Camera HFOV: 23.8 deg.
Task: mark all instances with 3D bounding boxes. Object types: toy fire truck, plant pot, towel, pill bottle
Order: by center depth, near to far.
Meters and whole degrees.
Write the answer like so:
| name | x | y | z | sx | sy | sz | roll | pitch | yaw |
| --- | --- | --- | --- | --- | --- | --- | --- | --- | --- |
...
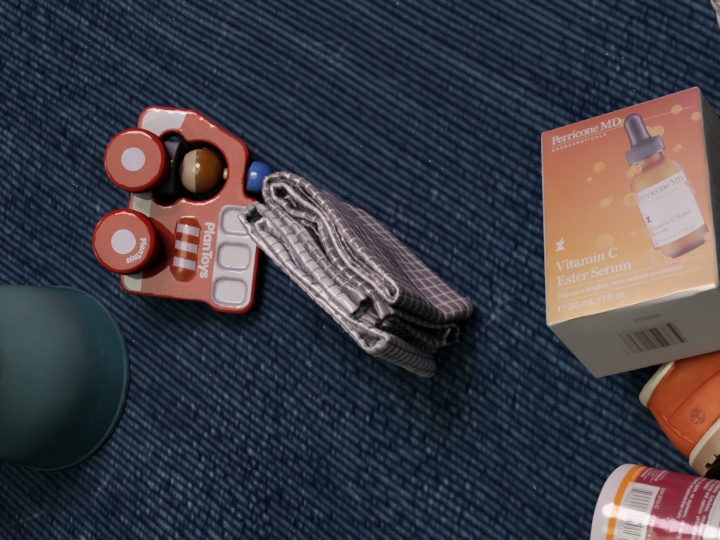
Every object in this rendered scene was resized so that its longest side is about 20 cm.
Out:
| name | x | y | z | sx | sy | sz | roll | pitch | yaw |
| --- | --- | --- | --- | --- | --- | --- | --- | --- | --- |
| pill bottle | 0.302 | 0.232 | 1.417 | 0.199 | 0.114 | 0.115 | 9 | 86 | 28 |
| towel | 0.000 | 0.000 | 1.591 | 0.086 | 0.166 | 0.200 | -49 | 63 | 7 |
| toy fire truck | -0.174 | -0.062 | 1.741 | 0.167 | 0.112 | 0.201 | 7 | 86 | 5 |
| plant pot | -0.374 | 0.104 | 1.764 | 0.199 | 0.188 | 0.201 | -5 | 80 | 27 |

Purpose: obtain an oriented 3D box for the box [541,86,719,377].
| name | x | y | z | sx | sy | sz | roll | pitch | yaw |
| --- | --- | --- | --- | --- | --- | --- | --- | --- | --- |
| box | 0.245 | -0.031 | 1.460 | 0.152 | 0.106 | 0.201 | -16 | 55 | 26 |

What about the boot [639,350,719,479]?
| name | x | y | z | sx | sy | sz | roll | pitch | yaw |
| --- | --- | --- | --- | --- | --- | --- | --- | --- | --- |
| boot | 0.324 | 0.071 | 1.457 | 0.200 | 0.075 | 0.107 | -51 | 58 | 14 |

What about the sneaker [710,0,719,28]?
| name | x | y | z | sx | sy | sz | roll | pitch | yaw |
| --- | --- | --- | --- | --- | --- | --- | --- | --- | --- |
| sneaker | 0.390 | -0.233 | 1.450 | 0.199 | 0.099 | 0.078 | -5 | 80 | 28 |
